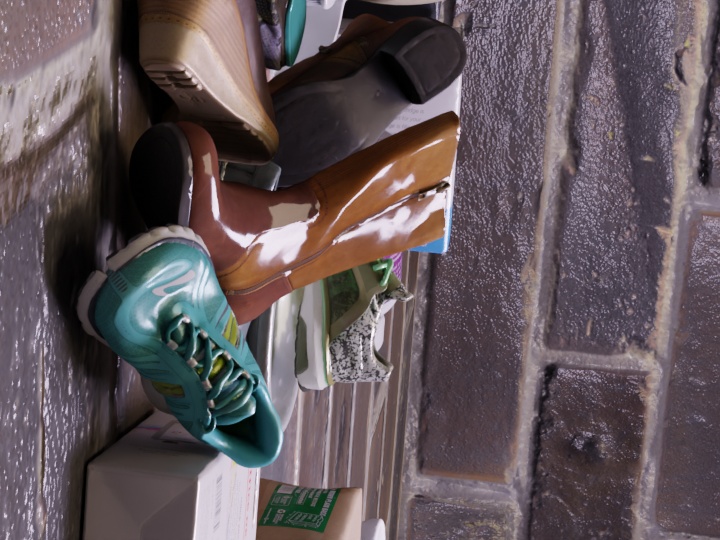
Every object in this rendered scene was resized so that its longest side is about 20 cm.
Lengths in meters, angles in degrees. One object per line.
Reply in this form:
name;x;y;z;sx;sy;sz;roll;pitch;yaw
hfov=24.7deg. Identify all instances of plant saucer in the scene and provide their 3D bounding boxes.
plant saucer;-0.074;0.026;1.271;0.200;0.050;0.202;6;90;-84

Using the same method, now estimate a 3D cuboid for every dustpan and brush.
dustpan and brush;-0.029;-0.238;1.392;0.200;0.057;0.141;-61;156;-75

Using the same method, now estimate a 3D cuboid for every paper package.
paper package;-0.063;0.301;1.393;0.200;0.103;0.192;-65;160;-70

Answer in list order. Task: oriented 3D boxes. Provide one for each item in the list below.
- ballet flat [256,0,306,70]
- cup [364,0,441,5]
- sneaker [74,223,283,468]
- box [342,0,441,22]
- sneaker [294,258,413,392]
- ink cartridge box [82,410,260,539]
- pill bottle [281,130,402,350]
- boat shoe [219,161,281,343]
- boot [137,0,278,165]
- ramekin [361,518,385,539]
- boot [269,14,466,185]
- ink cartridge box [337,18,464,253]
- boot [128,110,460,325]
ballet flat;-0.062;-0.195;1.052;0.201;0.071;0.073;110;-10;-65
cup;0.000;-0.278;1.173;0.143;0.199;0.202;-28;129;-50
sneaker;-0.086;0.043;0.877;0.077;0.080;0.200;-41;149;-7
box;0.027;-0.348;1.565;0.197;0.116;0.201;84;14;-62
sneaker;0.000;0.000;1.294;0.077;0.088;0.202;-57;152;-77
ink cartridge box;-0.109;0.153;0.989;0.200;0.067;0.118;-35;131;-80
pill bottle;-0.017;-0.022;1.476;0.113;0.111;0.201;-74;167;-59
boat shoe;-0.082;0.005;1.119;0.073;0.061;0.201;-76;170;-53
boot;-0.076;-0.163;0.963;0.200;0.072;0.168;64;34;-72
ramekin;-0.034;0.358;1.734;0.200;0.097;0.202;6;90;-83
boot;-0.037;-0.135;1.204;0.069;0.188;0.200;55;-11;-22
ink cartridge box;0.019;-0.128;1.541;0.086;0.145;0.202;-72;166;-70
boot;-0.027;-0.044;0.946;0.069;0.199;0.189;56;-20;36
